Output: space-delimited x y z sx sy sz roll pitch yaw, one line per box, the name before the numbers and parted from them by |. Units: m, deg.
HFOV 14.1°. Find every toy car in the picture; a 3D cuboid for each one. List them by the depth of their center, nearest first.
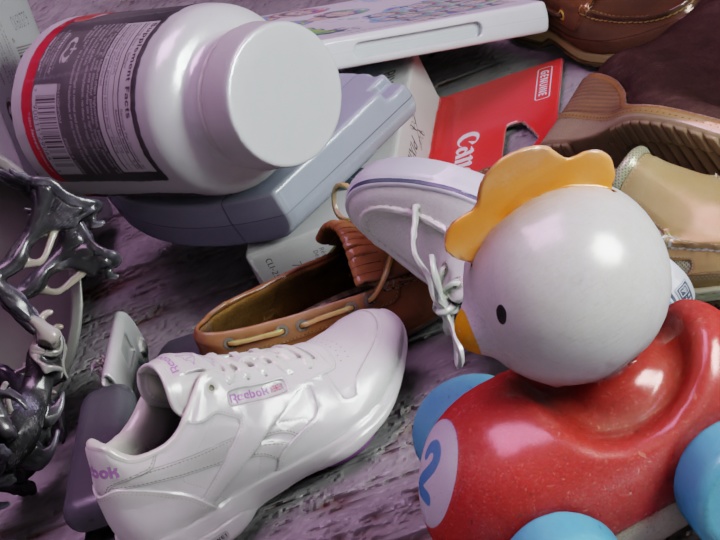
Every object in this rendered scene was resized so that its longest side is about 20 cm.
toy car | 0.086 0.034 1.336 0.177 0.200 0.184 -28 26 -2

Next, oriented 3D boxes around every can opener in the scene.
can opener | -0.124 0.085 1.599 0.066 0.053 0.200 -18 28 16

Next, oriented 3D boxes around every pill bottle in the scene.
pill bottle | -0.104 -0.098 1.679 0.200 0.111 0.111 1 37 50

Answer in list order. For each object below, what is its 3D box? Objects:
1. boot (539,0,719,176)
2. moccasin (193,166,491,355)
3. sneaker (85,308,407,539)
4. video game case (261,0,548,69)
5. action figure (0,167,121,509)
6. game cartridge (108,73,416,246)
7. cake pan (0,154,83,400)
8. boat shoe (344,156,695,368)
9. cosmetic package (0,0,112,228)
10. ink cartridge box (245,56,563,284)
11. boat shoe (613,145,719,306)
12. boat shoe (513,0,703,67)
boot | 0.206 -0.106 1.623 0.166 0.072 0.200 -41 26 -23
moccasin | -0.001 -0.001 1.611 0.201 0.078 0.074 -29 30 -4
sneaker | -0.056 0.070 1.514 0.200 0.100 0.075 -38 27 -25
video game case | -0.006 -0.151 1.853 0.182 0.024 0.200 -12 11 -23
action figure | -0.204 0.052 1.614 0.102 0.119 0.200 13 73 15
game cartridge | -0.069 -0.068 1.757 0.133 0.040 0.200 -41 25 -26
cake pan | -0.254 0.020 1.708 0.200 0.200 0.037 -21 -6 11
boat shoe | 0.066 0.010 1.510 0.202 0.075 0.086 23 58 23
cosmetic package | -0.290 -0.063 1.828 0.200 0.165 0.165 -22 5 11
ink cartridge box | 0.029 -0.070 1.752 0.176 0.045 0.200 -19 28 17
boat shoe | 0.155 -0.029 1.525 0.200 0.076 0.072 -1 36 41
boat shoe | 0.144 -0.174 1.809 0.072 0.068 0.200 -37 28 -21
